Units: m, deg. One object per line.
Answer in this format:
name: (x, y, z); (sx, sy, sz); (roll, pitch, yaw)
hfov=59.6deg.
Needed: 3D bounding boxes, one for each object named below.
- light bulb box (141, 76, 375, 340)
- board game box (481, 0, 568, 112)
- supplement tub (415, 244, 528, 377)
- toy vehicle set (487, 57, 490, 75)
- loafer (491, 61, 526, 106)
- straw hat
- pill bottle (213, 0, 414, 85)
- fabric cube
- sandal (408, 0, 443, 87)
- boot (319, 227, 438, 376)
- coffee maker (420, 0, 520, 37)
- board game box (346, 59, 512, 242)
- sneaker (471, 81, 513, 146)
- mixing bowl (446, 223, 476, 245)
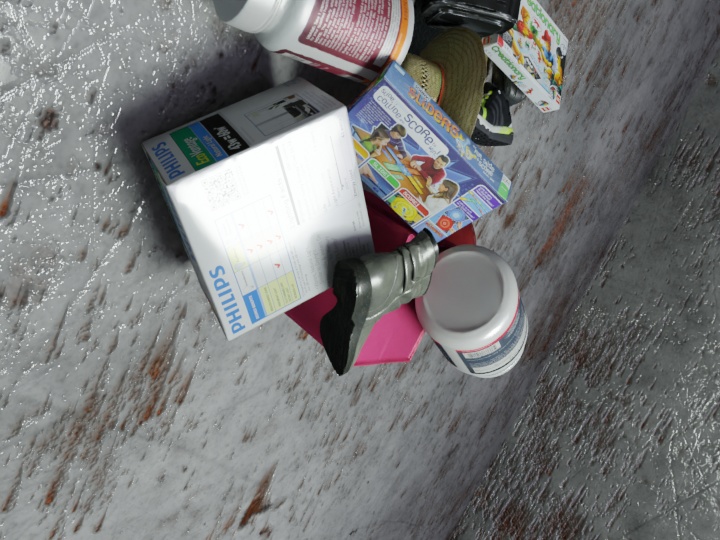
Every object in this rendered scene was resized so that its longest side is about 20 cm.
light bulb box: (-0.105, -0.071, 0.693); (0.196, 0.125, 0.203); (-26, 128, -17)
board game box: (0.261, -0.354, 0.984); (0.197, 0.034, 0.130); (24, 72, -43)
supplement tub: (0.163, 0.066, 0.890); (0.142, 0.139, 0.200); (-53, 150, -7)
toy vehicle set: (0.176, -0.326, 0.986); (0.202, 0.026, 0.127); (-60, 159, -43)
loafer: (0.249, -0.376, 1.052); (0.066, 0.070, 0.208); (8, 84, -26)
straw hat: (0.061, -0.216, 0.780); (0.083, 0.201, 0.206); (12, 110, -34)
pill bottle: (-0.046, -0.277, 0.657); (0.196, 0.114, 0.117); (6, 115, -42)
fabric cube: (0.000, 0.000, 0.922); (0.198, 0.198, 0.200); (11, 111, -58)
sandal: (0.107, -0.349, 0.908); (0.204, 0.074, 0.048); (-66, 174, 27)
boot: (0.026, 0.044, 0.747); (0.128, 0.068, 0.203); (-19, 147, -27)
coffee maker: (0.142, -0.403, 0.753); (0.192, 0.131, 0.207); (-17, 117, -74)
board game box: (0.064, -0.128, 0.738); (0.134, 0.199, 0.035); (-29, -154, 47)
sneaker: (0.172, -0.235, 0.925); (0.198, 0.070, 0.086); (-4, 97, -59)
mixing bowl: (0.089, -0.030, 1.064); (0.106, 0.200, 0.205); (15, 107, -37)
